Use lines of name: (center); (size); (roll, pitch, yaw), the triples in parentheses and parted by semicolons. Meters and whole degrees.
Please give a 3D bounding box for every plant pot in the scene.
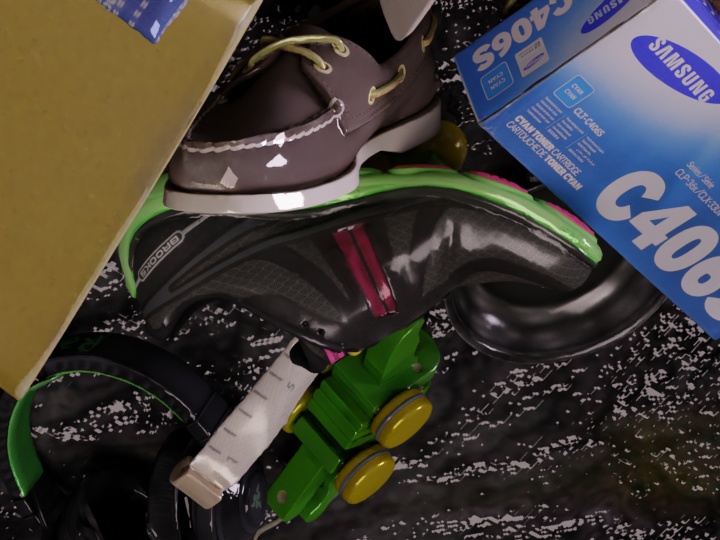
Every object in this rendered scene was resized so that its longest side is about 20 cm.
plant pot: (-0.151, -0.115, 0.860); (0.199, 0.195, 0.196); (30, 118, -10)

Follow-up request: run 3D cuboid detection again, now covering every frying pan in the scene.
frying pan: (0.072, -0.024, 1.008); (0.115, 0.031, 0.190); (-33, 132, 14)

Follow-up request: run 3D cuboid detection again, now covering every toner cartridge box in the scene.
toner cartridge box: (0.134, -0.051, 0.950); (0.095, 0.043, 0.200); (-35, 136, 18)

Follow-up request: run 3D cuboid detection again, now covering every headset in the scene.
headset: (-0.097, 0.125, 1.064); (0.123, 0.094, 0.201); (-25, 109, 32)

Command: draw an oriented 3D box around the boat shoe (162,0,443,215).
boat shoe: (-0.020, -0.068, 0.888); (0.071, 0.200, 0.060); (9, 109, 23)

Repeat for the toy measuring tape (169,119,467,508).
toy measuring tape: (-0.022, 0.013, 1.000); (0.073, 0.073, 0.200); (41, 84, -27)

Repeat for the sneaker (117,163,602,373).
sneaker: (0.000, 0.000, 0.932); (0.198, 0.077, 0.085); (0, 88, 6)

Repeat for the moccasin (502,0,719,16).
moccasin: (0.093, -0.127, 0.940); (0.200, 0.074, 0.078); (-2, 117, -15)

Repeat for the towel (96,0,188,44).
towel: (-0.101, -0.192, 0.731); (0.200, 0.024, 0.145); (39, 96, 2)

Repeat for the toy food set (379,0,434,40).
toy food set: (0.098, -0.168, 0.827); (0.200, 0.144, 0.061); (-37, 86, -18)

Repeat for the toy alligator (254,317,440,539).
toy alligator: (-0.009, 0.082, 1.085); (0.054, 0.059, 0.201); (-18, 148, -47)
